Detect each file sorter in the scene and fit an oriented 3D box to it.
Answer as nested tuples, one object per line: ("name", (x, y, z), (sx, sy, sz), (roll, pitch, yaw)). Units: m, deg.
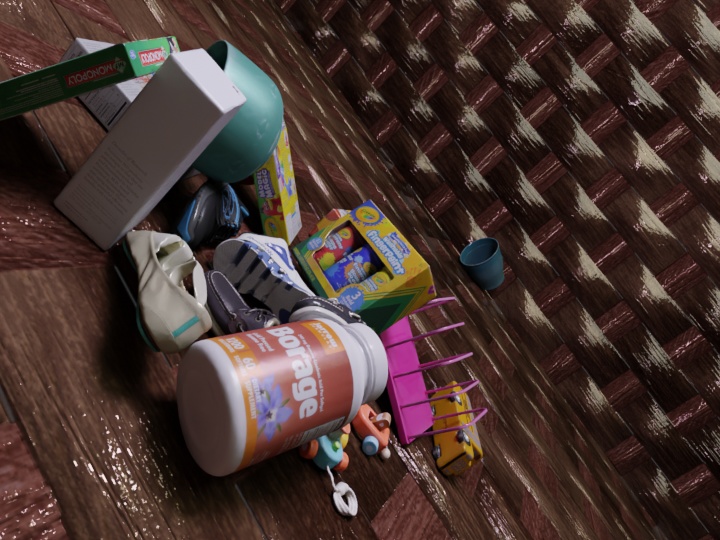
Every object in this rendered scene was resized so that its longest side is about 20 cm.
("file sorter", (0.118, 0.156, 0.870), (0.138, 0.122, 0.208), (3, 71, -63))

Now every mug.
("mug", (-0.175, -0.206, 0.699), (0.113, 0.152, 0.188), (30, 26, -38))

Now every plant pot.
("plant pot", (0.604, -0.019, 2.548), (0.191, 0.195, 0.202), (58, 11, -28))

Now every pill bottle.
("pill bottle", (-0.067, 0.109, 0.511), (0.196, 0.113, 0.114), (-7, 56, -44))

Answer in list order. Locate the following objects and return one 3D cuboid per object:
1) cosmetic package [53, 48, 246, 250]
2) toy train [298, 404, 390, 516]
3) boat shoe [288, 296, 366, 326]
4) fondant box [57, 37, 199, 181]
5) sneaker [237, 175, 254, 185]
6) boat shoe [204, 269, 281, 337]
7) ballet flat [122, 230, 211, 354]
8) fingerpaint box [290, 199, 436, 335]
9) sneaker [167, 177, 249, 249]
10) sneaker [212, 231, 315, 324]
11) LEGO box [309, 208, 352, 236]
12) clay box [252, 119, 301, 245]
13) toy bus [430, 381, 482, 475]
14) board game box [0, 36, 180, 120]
("cosmetic package", (-0.215, -0.127, 0.550), (0.071, 0.199, 0.102), (43, 17, -16))
("toy train", (-0.007, 0.204, 0.676), (0.152, 0.055, 0.200), (51, 16, -1))
("boat shoe", (-0.033, 0.070, 0.654), (0.200, 0.071, 0.062), (46, 31, -56))
("fondant box", (-0.307, -0.225, 0.754), (0.201, 0.058, 0.145), (50, 16, -9))
("sneaker", (-0.208, -0.207, 0.856), (0.084, 0.077, 0.202), (32, -20, 34))
("boat shoe", (-0.120, 0.077, 0.618), (0.203, 0.064, 0.072), (56, 16, 10))
("ballet flat", (-0.186, 0.005, 0.516), (0.069, 0.070, 0.200), (35, 9, -40))
("fingerpaint box", (0.000, 0.000, 0.843), (0.201, 0.163, 0.074), (53, -9, 44))
("sneaker", (-0.195, -0.073, 0.712), (0.082, 0.073, 0.202), (44, 19, -18))
("sneaker", (-0.111, 0.013, 0.751), (0.199, 0.080, 0.116), (45, 20, -15))
("LEGO box", (-0.002, -0.025, 1.121), (0.202, 0.077, 0.148), (54, 17, 7))
("clay box", (-0.144, -0.155, 0.885), (0.115, 0.046, 0.208), (-76, 159, -70))
("toy bus", (0.171, 0.289, 0.961), (0.079, 0.064, 0.201), (48, 17, -16))
("board game box", (-0.282, -0.179, 0.503), (0.136, 0.192, 0.030), (-90, 164, -65))
